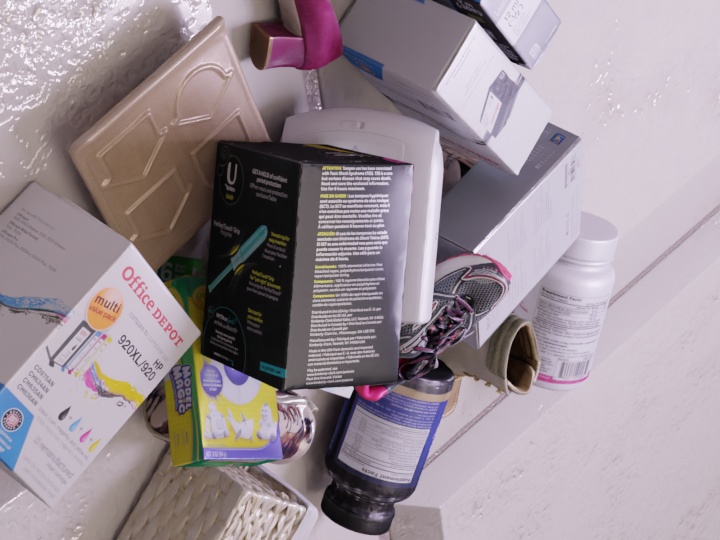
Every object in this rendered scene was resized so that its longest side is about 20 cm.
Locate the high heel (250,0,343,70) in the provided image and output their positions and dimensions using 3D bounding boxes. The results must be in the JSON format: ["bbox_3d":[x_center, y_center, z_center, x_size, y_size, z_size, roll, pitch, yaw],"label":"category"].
[{"bbox_3d":[-0.039,-0.271,1.529,0.095,0.067,0.202,-13,129,-34],"label":"high heel"}]

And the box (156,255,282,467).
[{"bbox_3d":[-0.135,0.084,1.600,0.117,0.048,0.202,7,70,-52],"label":"box"}]

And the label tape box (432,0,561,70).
[{"bbox_3d":[0.091,-0.286,1.619,0.066,0.143,0.200,-58,144,-3],"label":"label tape box"}]

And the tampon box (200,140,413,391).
[{"bbox_3d":[-0.049,-0.009,1.510,0.125,0.149,0.202,-1,102,-35],"label":"tampon box"}]

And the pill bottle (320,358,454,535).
[{"bbox_3d":[0.025,0.190,1.891,0.111,0.111,0.202,1,113,-50],"label":"pill bottle"}]

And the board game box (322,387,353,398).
[{"bbox_3d":[-0.033,0.019,1.724,0.133,0.034,0.202,18,100,-28],"label":"board game box"}]

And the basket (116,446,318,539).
[{"bbox_3d":[-0.162,0.288,1.713,0.123,0.135,0.201,29,91,-52],"label":"basket"}]

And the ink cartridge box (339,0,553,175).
[{"bbox_3d":[0.084,-0.192,1.674,0.084,0.144,0.200,-58,144,-4],"label":"ink cartridge box"}]

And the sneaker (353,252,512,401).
[{"bbox_3d":[0.072,0.061,1.688,0.199,0.075,0.081,-38,121,18],"label":"sneaker"}]

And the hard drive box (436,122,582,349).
[{"bbox_3d":[0.152,-0.043,1.789,0.200,0.076,0.157,-45,148,-29],"label":"hard drive box"}]

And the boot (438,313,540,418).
[{"bbox_3d":[0.132,0.112,1.930,0.072,0.154,0.202,-27,133,-37],"label":"boot"}]

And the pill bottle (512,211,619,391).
[{"bbox_3d":[0.248,0.035,2.055,0.113,0.113,0.202,-13,123,-45],"label":"pill bottle"}]

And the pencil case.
[{"bbox_3d":[-0.127,0.146,1.704,0.089,0.078,0.199,-42,148,19],"label":"pencil case"}]

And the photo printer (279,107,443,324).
[{"bbox_3d":[-0.005,-0.056,1.627,0.069,0.164,0.202,-43,137,-78],"label":"photo printer"}]

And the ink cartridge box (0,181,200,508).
[{"bbox_3d":[-0.268,0.060,1.417,0.200,0.144,0.148,-50,142,-15],"label":"ink cartridge box"}]

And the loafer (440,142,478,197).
[{"bbox_3d":[0.098,-0.101,1.822,0.199,0.063,0.073,6,110,-52],"label":"loafer"}]

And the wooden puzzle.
[{"bbox_3d":[-0.172,-0.110,1.509,0.185,0.046,0.201,-44,146,-21],"label":"wooden puzzle"}]
